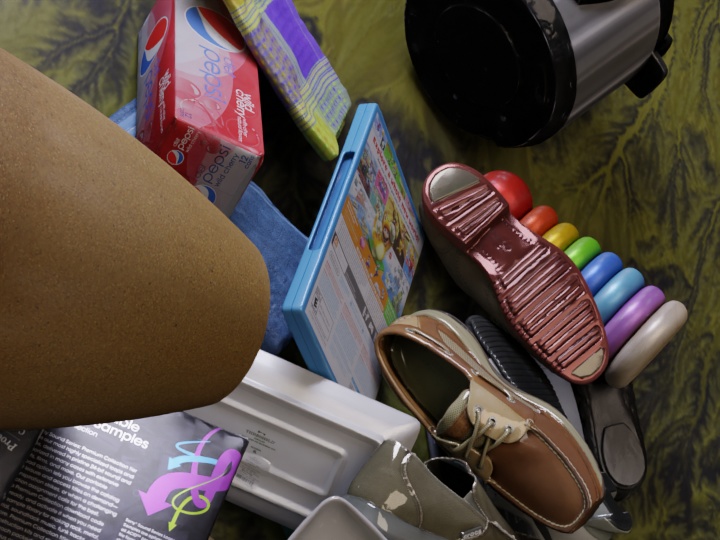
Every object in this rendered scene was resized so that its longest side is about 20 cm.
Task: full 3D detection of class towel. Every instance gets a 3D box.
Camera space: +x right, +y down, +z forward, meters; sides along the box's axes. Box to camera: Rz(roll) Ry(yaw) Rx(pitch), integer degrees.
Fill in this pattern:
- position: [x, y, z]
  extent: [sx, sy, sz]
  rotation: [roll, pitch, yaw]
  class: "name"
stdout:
- position: [-0.063, -0.182, 1.036]
  extent: [0.201, 0.023, 0.144]
  rotation: [60, 14, -14]
  class: "towel"
- position: [-0.105, -0.033, 0.989]
  extent: [0.200, 0.049, 0.112]
  rotation: [45, 36, -3]
  class: "towel"

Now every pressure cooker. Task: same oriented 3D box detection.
- position: [0.154, -0.216, 1.149]
  extent: [0.199, 0.178, 0.178]
  rotation: [-35, 125, -32]
  class: "pressure cooker"

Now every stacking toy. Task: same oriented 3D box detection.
- position: [0.162, -0.003, 1.129]
  extent: [0.200, 0.086, 0.085]
  rotation: [44, 58, 12]
  class: "stacking toy"

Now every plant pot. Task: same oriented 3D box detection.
- position: [-0.146, 0.001, 0.689]
  extent: [0.199, 0.185, 0.189]
  rotation: [20, 67, -39]
  class: "plant pot"

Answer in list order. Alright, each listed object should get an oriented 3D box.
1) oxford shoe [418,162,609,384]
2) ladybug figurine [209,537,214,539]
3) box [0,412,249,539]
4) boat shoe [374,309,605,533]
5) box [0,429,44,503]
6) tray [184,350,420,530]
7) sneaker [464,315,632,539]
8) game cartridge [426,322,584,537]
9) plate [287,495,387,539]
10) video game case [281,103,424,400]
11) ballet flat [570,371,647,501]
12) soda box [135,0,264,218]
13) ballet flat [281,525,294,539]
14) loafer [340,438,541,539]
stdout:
- position: [0.118, 0.008, 1.097]
  extent: [0.070, 0.075, 0.201]
  rotation: [-32, 77, -18]
  class: "oxford shoe"
- position: [-0.168, 0.239, 0.896]
  extent: [0.199, 0.072, 0.137]
  rotation: [-27, 90, -33]
  class: "ladybug figurine"
- position: [-0.166, 0.160, 0.865]
  extent: [0.142, 0.036, 0.201]
  rotation: [24, 50, -2]
  class: "box"
- position: [0.081, 0.108, 0.989]
  extent: [0.200, 0.076, 0.074]
  rotation: [43, 23, 26]
  class: "boat shoe"
- position: [-0.250, 0.061, 0.820]
  extent: [0.123, 0.199, 0.198]
  rotation: [37, 62, -16]
  class: "box"
- position: [-0.069, 0.112, 0.950]
  extent: [0.198, 0.022, 0.108]
  rotation: [24, 102, -1]
  class: "tray"
- position: [0.112, 0.129, 1.051]
  extent: [0.074, 0.088, 0.201]
  rotation: [13, 43, -53]
  class: "sneaker"
- position: [0.117, 0.142, 1.110]
  extent: [0.132, 0.041, 0.203]
  rotation: [-1, 77, -35]
  class: "game cartridge"
- position: [-0.020, 0.270, 0.889]
  extent: [0.200, 0.032, 0.200]
  rotation: [-47, 109, -3]
  class: "plate"
- position: [0.000, 0.000, 1.017]
  extent: [0.144, 0.018, 0.201]
  rotation: [67, 32, -43]
  class: "video game case"
- position: [0.196, 0.091, 1.170]
  extent: [0.066, 0.057, 0.203]
  rotation: [3, 69, -15]
  class: "ballet flat"
- position: [-0.113, -0.125, 0.975]
  extent: [0.069, 0.064, 0.201]
  rotation: [22, 33, -24]
  class: "soda box"
- position: [-0.040, 0.139, 1.006]
  extent: [0.065, 0.070, 0.202]
  rotation: [-30, 101, -40]
  class: "ballet flat"
- position: [0.069, 0.166, 0.950]
  extent: [0.199, 0.075, 0.070]
  rotation: [30, 79, -43]
  class: "loafer"
